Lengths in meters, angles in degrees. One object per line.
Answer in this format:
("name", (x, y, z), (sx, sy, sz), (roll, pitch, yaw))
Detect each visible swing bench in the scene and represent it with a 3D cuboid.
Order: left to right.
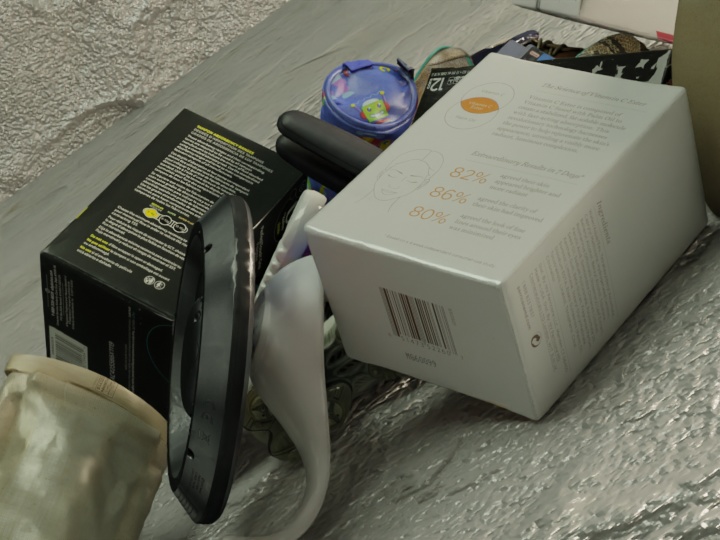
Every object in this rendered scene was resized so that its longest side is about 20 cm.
("swing bench", (-0.248, 0.174, 1.091), (0.200, 0.130, 0.199), (-24, 33, 34))

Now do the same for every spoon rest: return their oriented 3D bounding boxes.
("spoon rest", (-0.045, 0.086, 1.031), (0.099, 0.061, 0.200), (129, 153, -62))

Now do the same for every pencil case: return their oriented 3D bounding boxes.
("pencil case", (-0.009, -0.092, 1.376), (0.078, 0.087, 0.200), (-7, -33, -17))

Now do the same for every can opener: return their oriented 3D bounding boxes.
("can opener", (0.024, -0.053, 1.176), (0.079, 0.200, 0.063), (-47, -11, -36))

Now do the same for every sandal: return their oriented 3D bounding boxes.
("sandal", (-0.052, 0.016, 1.305), (0.203, 0.050, 0.083), (114, 180, -58))

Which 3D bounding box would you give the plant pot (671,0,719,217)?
("plant pot", (0.272, -0.142, 1.034), (0.200, 0.135, 0.200), (-31, 17, 11))

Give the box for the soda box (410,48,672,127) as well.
("soda box", (0.133, -0.102, 1.159), (0.200, 0.063, 0.071), (0, 60, 39))

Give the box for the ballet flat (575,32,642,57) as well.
("ballet flat", (0.151, -0.103, 1.306), (0.200, 0.068, 0.075), (-38, 30, 5))

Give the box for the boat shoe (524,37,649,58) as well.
("boat shoe", (0.156, -0.160, 1.428), (0.200, 0.072, 0.076), (-20, 22, 42))

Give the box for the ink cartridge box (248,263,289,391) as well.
("ink cartridge box", (-0.072, 0.051, 1.190), (0.200, 0.037, 0.095), (-53, 0, 4))

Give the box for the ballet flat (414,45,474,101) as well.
("ballet flat", (0.046, -0.103, 1.466), (0.068, 0.067, 0.200), (-9, -40, -44))

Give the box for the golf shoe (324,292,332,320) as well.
("golf shoe", (0.000, 0.000, 1.281), (0.088, 0.077, 0.200), (-43, 11, 10))

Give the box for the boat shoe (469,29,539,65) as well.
("boat shoe", (0.091, -0.157, 1.540), (0.200, 0.075, 0.093), (-40, 8, -21))

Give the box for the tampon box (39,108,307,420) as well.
("tampon box", (-0.149, -0.002, 1.362), (0.200, 0.126, 0.150), (-51, -20, -38))

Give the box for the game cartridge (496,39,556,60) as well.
("game cartridge", (0.123, -0.098, 1.247), (0.130, 0.038, 0.200), (-49, 34, 2))

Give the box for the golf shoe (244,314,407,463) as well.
("golf shoe", (0.004, 0.046, 1.144), (0.200, 0.078, 0.097), (-33, 10, 3))

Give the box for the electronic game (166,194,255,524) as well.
("electronic game", (-0.088, 0.053, 1.015), (0.042, 0.200, 0.200), (6, 11, -12))

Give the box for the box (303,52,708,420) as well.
("box", (0.093, -0.028, 1.020), (0.152, 0.106, 0.200), (17, 48, 39))

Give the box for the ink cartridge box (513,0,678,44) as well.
("ink cartridge box", (0.224, -0.235, 1.366), (0.200, 0.146, 0.083), (-128, 50, -75))
